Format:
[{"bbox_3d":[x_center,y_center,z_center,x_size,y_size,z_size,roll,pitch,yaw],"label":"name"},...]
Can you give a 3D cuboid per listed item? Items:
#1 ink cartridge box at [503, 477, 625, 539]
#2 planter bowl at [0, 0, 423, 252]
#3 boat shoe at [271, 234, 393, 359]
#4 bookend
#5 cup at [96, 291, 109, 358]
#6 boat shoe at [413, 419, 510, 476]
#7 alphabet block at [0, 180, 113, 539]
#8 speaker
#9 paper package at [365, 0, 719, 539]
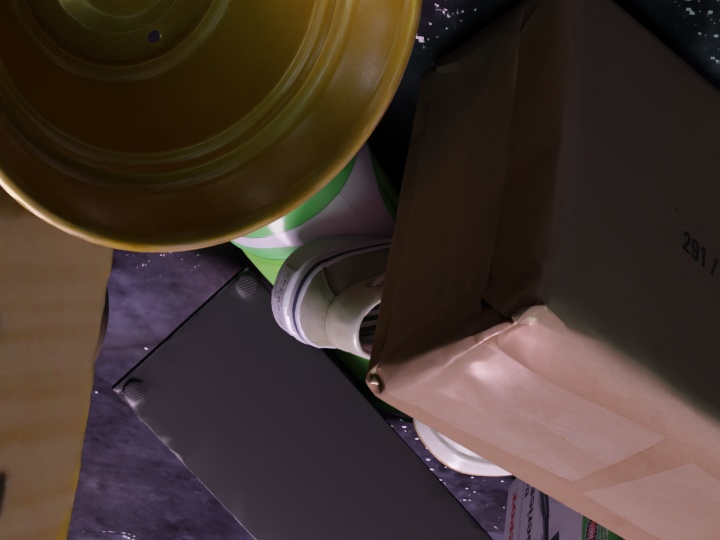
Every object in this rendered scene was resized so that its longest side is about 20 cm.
[{"bbox_3d":[0.156,0.163,0.875,0.083,0.147,0.200,16,143,-7],"label":"ink cartridge box"},{"bbox_3d":[-0.079,-0.115,0.558,0.200,0.083,0.201,-16,122,-27],"label":"planter bowl"},{"bbox_3d":[0.052,0.011,0.678,0.200,0.062,0.072,-12,121,-36],"label":"boat shoe"},{"bbox_3d":[-0.045,0.092,0.806,0.200,0.092,0.199,49,174,-12],"label":"bookend"},{"bbox_3d":[-0.215,0.017,0.737,0.200,0.201,0.143,-13,166,28],"label":"cup"},{"bbox_3d":[0.115,0.045,0.733,0.200,0.071,0.069,-18,149,-35],"label":"boat shoe"},{"bbox_3d":[-0.238,0.044,0.545,0.195,0.197,0.200,14,-173,23],"label":"alphabet block"},{"bbox_3d":[0.000,0.000,0.734,0.088,0.089,0.200,-11,140,25],"label":"speaker"},{"bbox_3d":[0.116,0.002,0.621,0.200,0.191,0.103,32,141,-28],"label":"paper package"}]
